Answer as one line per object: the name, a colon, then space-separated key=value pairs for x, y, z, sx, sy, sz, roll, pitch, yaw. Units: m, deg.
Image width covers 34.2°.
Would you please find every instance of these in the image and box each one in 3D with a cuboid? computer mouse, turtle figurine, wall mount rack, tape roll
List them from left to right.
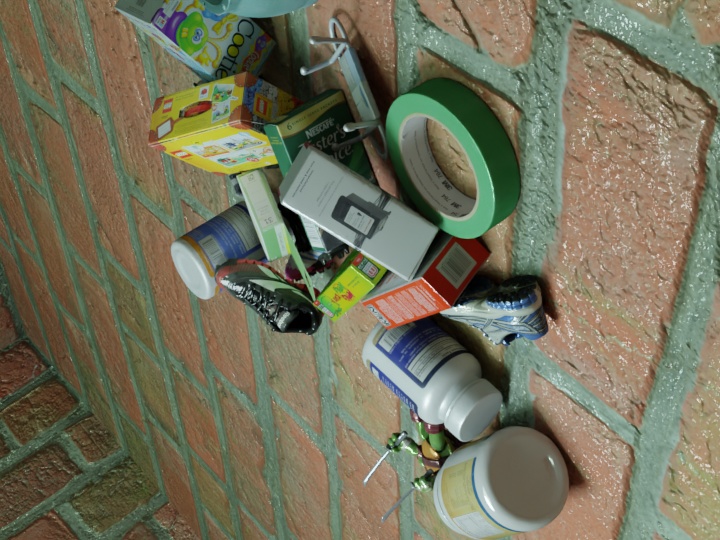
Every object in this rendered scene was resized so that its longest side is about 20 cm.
computer mouse: x=-0.080 y=-0.123 z=1.770 sx=0.201 sy=0.043 sz=0.110 roll=114 pitch=145 yaw=-43
wall mount rack: x=-0.023 y=-0.234 z=1.525 sx=0.174 sy=0.074 sz=0.202 roll=153 pitch=95 yaw=-79
turtle figurine: x=0.080 y=0.285 z=1.849 sx=0.197 sy=0.144 sz=0.197 roll=-2 pitch=104 yaw=13
tape roll: x=0.113 y=-0.139 z=1.468 sx=0.200 sy=0.048 sz=0.202 roll=42 pitch=150 yaw=31

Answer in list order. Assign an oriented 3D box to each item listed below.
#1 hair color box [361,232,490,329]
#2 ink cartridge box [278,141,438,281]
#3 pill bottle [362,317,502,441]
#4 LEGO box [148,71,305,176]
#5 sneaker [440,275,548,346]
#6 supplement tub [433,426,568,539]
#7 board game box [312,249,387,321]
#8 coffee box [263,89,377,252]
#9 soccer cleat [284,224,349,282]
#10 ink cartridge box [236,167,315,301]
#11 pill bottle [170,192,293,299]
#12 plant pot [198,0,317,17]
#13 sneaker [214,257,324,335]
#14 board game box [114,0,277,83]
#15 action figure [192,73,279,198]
hair color box: x=0.086 y=0.012 z=1.610 sx=0.061 sy=0.102 sz=0.200 roll=44 pitch=157 yaw=-10
ink cartridge box: x=-0.005 y=-0.080 z=1.558 sx=0.199 sy=0.084 sz=0.145 roll=31 pitch=-175 yaw=-11
pill bottle: x=0.107 y=0.153 z=1.714 sx=0.200 sy=0.119 sz=0.121 roll=41 pitch=150 yaw=31
LEGO box: x=-0.189 y=-0.210 z=1.714 sx=0.198 sy=0.148 sz=0.078 roll=-7 pitch=70 yaw=40
sneaker: x=0.174 y=0.062 z=1.553 sx=0.199 sy=0.077 sz=0.086 roll=2 pitch=125 yaw=60
supplement tub: x=0.198 y=0.314 z=1.702 sx=0.145 sy=0.144 sz=0.200 roll=55 pitch=154 yaw=4
board game box: x=0.000 y=0.000 z=1.741 sx=0.047 sy=0.102 sz=0.200 roll=38 pitch=156 yaw=-4
coffee box: x=-0.047 y=-0.141 z=1.663 sx=0.044 sy=0.122 sz=0.202 roll=12 pitch=127 yaw=57
soccer cleat: x=-0.077 y=-0.042 z=1.898 sx=0.200 sy=0.069 sz=0.087 roll=-32 pitch=79 yaw=60
ink cartridge box: x=-0.129 y=-0.044 z=1.818 sx=0.146 sy=0.047 sz=0.202 roll=85 pitch=163 yaw=-73
pill bottle: x=-0.207 y=-0.047 z=1.953 sx=0.112 sy=0.199 sz=0.113 roll=40 pitch=149 yaw=30
plant pot: x=-0.156 y=-0.417 z=1.538 sx=0.200 sy=0.134 sz=0.202 roll=41 pitch=150 yaw=30
sneaker: x=-0.142 y=0.046 z=1.871 sx=0.071 sy=0.199 sz=0.098 roll=-56 pitch=20 yaw=26
board game box: x=-0.233 y=-0.352 z=1.679 sx=0.104 sy=0.104 sz=0.200 roll=31 pitch=176 yaw=42
action figure: x=-0.203 y=-0.229 z=1.863 sx=0.194 sy=0.104 sz=0.200 roll=55 pitch=151 yaw=4
